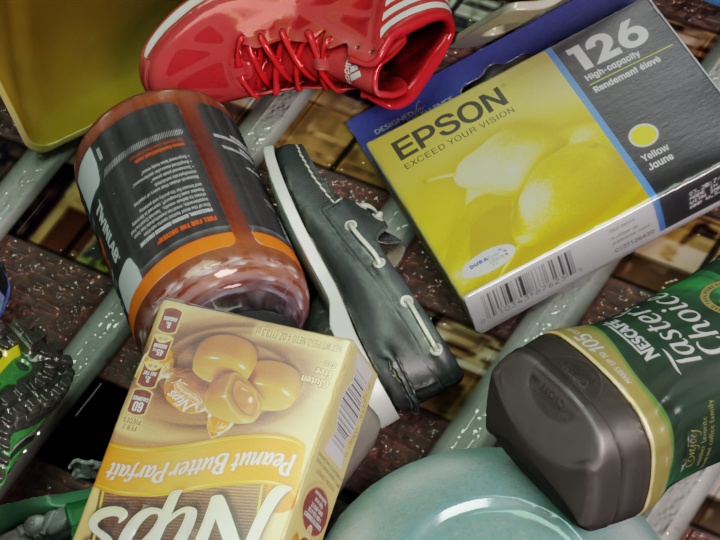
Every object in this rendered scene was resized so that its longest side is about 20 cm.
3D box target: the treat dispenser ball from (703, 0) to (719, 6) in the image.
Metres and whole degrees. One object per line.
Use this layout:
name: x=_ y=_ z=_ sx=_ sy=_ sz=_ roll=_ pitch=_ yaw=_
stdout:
treat dispenser ball: x=0.242 y=-0.252 z=1.556 sx=0.200 sy=0.201 sz=0.201 roll=-9 pitch=51 yaw=11

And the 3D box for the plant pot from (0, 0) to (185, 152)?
plant pot: x=-0.175 y=-0.233 z=1.697 sx=0.200 sy=0.200 sz=0.176 roll=-25 pitch=37 yaw=-2

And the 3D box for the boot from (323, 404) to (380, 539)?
boot: x=-0.024 y=0.171 z=1.415 sx=0.131 sy=0.068 sz=0.200 roll=34 pitch=75 yaw=28

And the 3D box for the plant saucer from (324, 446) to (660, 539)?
plant saucer: x=0.070 y=0.172 z=1.355 sx=0.201 sy=0.039 sz=0.201 roll=1 pitch=59 yaw=-1

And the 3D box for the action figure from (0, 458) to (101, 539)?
action figure: x=-0.140 y=0.145 z=1.474 sx=0.200 sy=0.055 sz=0.118 roll=-19 pitch=47 yaw=-2

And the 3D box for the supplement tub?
supplement tub: x=-0.094 y=-0.007 z=1.538 sx=0.107 sy=0.107 sz=0.200 roll=-24 pitch=49 yaw=-1

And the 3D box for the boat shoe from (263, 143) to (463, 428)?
boat shoe: x=0.000 y=0.000 z=1.528 sx=0.060 sy=0.076 sz=0.200 roll=-25 pitch=62 yaw=-1

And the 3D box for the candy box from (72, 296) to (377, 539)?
candy box: x=-0.079 y=0.123 z=1.382 sx=0.115 sy=0.055 sz=0.200 roll=11 pitch=69 yaw=22

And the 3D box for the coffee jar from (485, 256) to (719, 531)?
coffee jar: x=0.168 y=0.057 z=1.378 sx=0.200 sy=0.085 sz=0.104 roll=-23 pitch=47 yaw=-26

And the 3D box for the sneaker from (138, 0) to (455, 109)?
sneaker: x=-0.036 y=-0.137 z=1.625 sx=0.200 sy=0.078 sz=0.116 roll=-25 pitch=35 yaw=-1

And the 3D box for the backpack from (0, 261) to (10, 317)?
backpack: x=-0.330 y=0.037 z=1.556 sx=0.183 sy=0.147 sz=0.200 roll=6 pitch=59 yaw=26

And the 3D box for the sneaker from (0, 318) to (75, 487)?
sneaker: x=-0.230 y=0.110 z=1.479 sx=0.078 sy=0.085 sz=0.200 roll=35 pitch=34 yaw=7

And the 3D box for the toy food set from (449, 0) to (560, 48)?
toy food set: x=0.095 y=-0.239 z=1.594 sx=0.060 sy=0.143 sz=0.200 roll=13 pitch=82 yaw=-12

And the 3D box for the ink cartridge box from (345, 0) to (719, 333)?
ink cartridge box: x=0.110 y=-0.083 z=1.571 sx=0.197 sy=0.047 sz=0.200 roll=-29 pitch=52 yaw=-4
